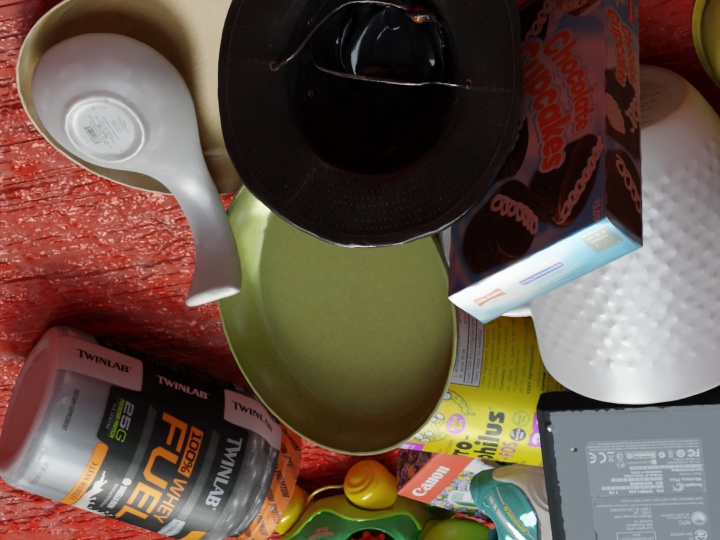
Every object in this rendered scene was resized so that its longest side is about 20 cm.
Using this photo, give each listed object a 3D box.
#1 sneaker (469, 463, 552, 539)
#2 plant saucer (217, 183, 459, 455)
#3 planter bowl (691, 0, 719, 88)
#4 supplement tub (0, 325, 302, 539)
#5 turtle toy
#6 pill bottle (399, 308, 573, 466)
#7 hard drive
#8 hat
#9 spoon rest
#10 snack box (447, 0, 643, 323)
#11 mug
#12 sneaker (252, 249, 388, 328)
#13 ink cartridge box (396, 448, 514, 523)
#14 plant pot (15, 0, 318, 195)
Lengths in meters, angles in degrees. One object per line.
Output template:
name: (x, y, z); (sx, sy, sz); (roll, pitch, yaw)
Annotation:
sneaker: (0.136, 0.210, 1.803); (0.080, 0.078, 0.200); (-3, 133, 22)
plant saucer: (-0.010, 0.018, 1.551); (0.031, 0.200, 0.200); (-21, 167, -48)
planter bowl: (0.297, -0.119, 1.430); (0.200, 0.084, 0.200); (3, 141, 2)
supplement tub: (-0.151, 0.125, 1.756); (0.200, 0.123, 0.123); (19, 140, -18)
turtle toy: (0.020, 0.224, 1.877); (0.200, 0.101, 0.146); (-17, 137, 28)
pill bottle: (0.062, 0.076, 1.685); (0.200, 0.104, 0.104); (7, 142, -3)
hard drive: (0.199, 0.175, 1.639); (0.139, 0.033, 0.200); (-3, 112, 13)
hat: (0.009, -0.113, 1.438); (0.200, 0.201, 0.081); (-1, 179, 8)
spoon rest: (-0.134, -0.070, 1.529); (0.099, 0.061, 0.200); (-15, 124, 22)
snack box: (0.108, -0.076, 1.409); (0.116, 0.200, 0.037); (-28, 132, 33)
mug: (0.145, -0.027, 1.504); (0.200, 0.148, 0.175); (-7, 122, 10)
sneaker: (0.000, 0.000, 1.598); (0.200, 0.099, 0.078); (-15, 138, 23)
ink cartridge box: (0.082, 0.132, 1.796); (0.200, 0.050, 0.109); (19, 140, -19)
plant pot: (-0.115, -0.120, 1.518); (0.200, 0.028, 0.200); (3, 143, 2)
